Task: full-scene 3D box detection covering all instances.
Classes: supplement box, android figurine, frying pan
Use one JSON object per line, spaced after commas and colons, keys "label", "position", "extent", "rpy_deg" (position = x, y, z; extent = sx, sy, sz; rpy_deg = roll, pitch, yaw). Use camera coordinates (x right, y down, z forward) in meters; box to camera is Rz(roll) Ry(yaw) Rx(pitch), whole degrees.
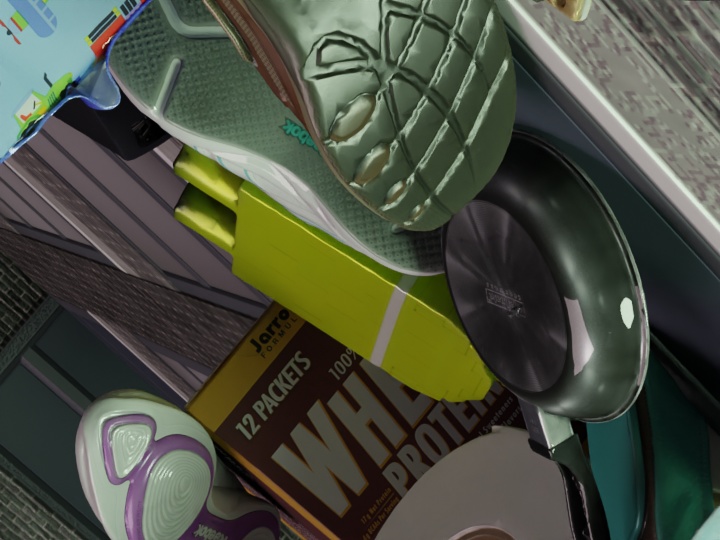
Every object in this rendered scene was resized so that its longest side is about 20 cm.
{"label": "supplement box", "position": [0.017, 0.103, 1.127], "extent": [0.197, 0.133, 0.200], "rpy_deg": [39, 170, 5]}
{"label": "android figurine", "position": [0.000, 0.000, 0.952], "extent": [0.199, 0.041, 0.182], "rpy_deg": [30, 161, 7]}
{"label": "frying pan", "position": [0.063, 0.034, 0.752], "extent": [0.115, 0.031, 0.191], "rpy_deg": [46, 145, 38]}

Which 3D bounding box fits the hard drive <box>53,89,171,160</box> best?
{"label": "hard drive", "position": [-0.180, -0.134, 1.078], "extent": [0.134, 0.042, 0.200], "rpy_deg": [31, 167, 20]}

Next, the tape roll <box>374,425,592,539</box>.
{"label": "tape roll", "position": [0.096, 0.192, 0.918], "extent": [0.138, 0.204, 0.202], "rpy_deg": [26, 177, -28]}

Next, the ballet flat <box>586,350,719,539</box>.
{"label": "ballet flat", "position": [0.134, 0.117, 0.797], "extent": [0.070, 0.202, 0.068], "rpy_deg": [2, 152, -10]}

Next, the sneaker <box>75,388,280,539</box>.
{"label": "sneaker", "position": [-0.116, 0.112, 1.061], "extent": [0.099, 0.075, 0.200], "rpy_deg": [35, 167, 30]}

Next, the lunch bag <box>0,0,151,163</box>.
{"label": "lunch bag", "position": [-0.155, -0.131, 0.723], "extent": [0.200, 0.151, 0.094], "rpy_deg": [46, 168, -27]}

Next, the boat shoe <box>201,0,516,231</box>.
{"label": "boat shoe", "position": [-0.015, -0.096, 0.621], "extent": [0.074, 0.076, 0.200], "rpy_deg": [42, 170, 46]}

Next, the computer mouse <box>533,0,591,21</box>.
{"label": "computer mouse", "position": [0.042, -0.092, 0.479], "extent": [0.199, 0.046, 0.141], "rpy_deg": [33, 166, 33]}

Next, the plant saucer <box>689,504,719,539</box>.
{"label": "plant saucer", "position": [0.195, 0.157, 0.680], "extent": [0.200, 0.203, 0.039], "rpy_deg": [33, -159, 33]}

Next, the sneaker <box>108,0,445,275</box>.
{"label": "sneaker", "position": [-0.036, -0.061, 0.819], "extent": [0.200, 0.071, 0.080], "rpy_deg": [39, 172, 2]}
